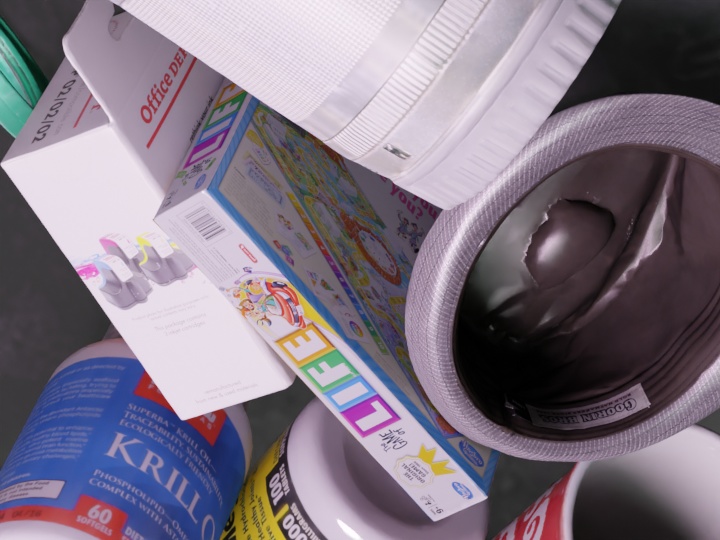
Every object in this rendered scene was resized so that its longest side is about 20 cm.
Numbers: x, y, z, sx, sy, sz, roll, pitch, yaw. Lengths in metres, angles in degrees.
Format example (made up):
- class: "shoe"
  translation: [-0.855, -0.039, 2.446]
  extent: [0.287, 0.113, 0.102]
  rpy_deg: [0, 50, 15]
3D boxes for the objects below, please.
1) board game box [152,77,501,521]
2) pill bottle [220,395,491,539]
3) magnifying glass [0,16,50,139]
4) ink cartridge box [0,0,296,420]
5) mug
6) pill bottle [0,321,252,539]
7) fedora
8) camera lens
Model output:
- class: "board game box"
  translation: [0.000, 0.000, 1.325]
  extent: [0.034, 0.135, 0.200]
  rpy_deg: [-27, 115, 34]
- class: "pill bottle"
  translation: [-0.028, 0.154, 1.474]
  extent: [0.112, 0.113, 0.200]
  rpy_deg: [32, 130, -9]
- class: "magnifying glass"
  translation: [-0.142, -0.060, 1.373]
  extent: [0.022, 0.080, 0.200]
  rpy_deg: [-35, 125, 9]
- class: "ink cartridge box"
  translation: [-0.092, -0.046, 1.331]
  extent: [0.068, 0.115, 0.200]
  rpy_deg: [-17, 120, 29]
- class: "mug"
  translation: [0.130, 0.179, 1.417]
  extent: [0.177, 0.134, 0.200]
  rpy_deg: [22, 147, -17]
- class: "pill bottle"
  translation: [-0.117, 0.104, 1.404]
  extent: [0.112, 0.200, 0.113]
  rpy_deg: [9, 131, 11]
- class: "fedora"
  translation: [0.106, -0.011, 1.294]
  extent: [0.176, 0.090, 0.200]
  rpy_deg: [20, 116, -22]
- class: "camera lens"
  translation: [-0.003, -0.141, 1.195]
  extent: [0.200, 0.160, 0.160]
  rpy_deg: [33, 130, -10]
